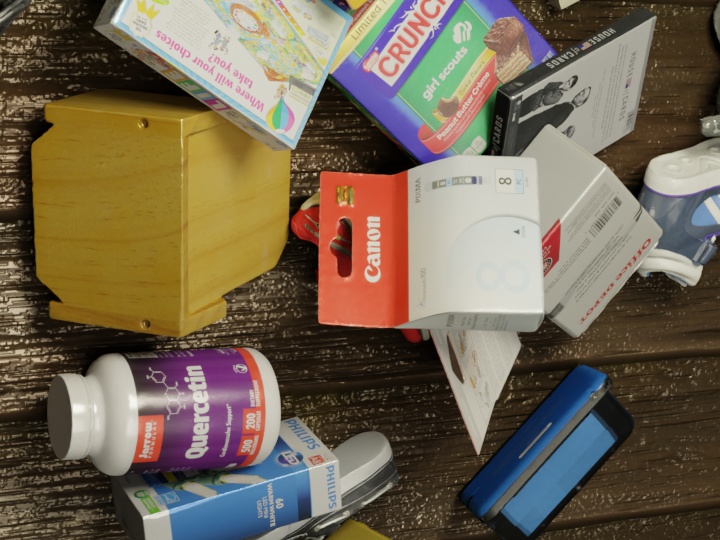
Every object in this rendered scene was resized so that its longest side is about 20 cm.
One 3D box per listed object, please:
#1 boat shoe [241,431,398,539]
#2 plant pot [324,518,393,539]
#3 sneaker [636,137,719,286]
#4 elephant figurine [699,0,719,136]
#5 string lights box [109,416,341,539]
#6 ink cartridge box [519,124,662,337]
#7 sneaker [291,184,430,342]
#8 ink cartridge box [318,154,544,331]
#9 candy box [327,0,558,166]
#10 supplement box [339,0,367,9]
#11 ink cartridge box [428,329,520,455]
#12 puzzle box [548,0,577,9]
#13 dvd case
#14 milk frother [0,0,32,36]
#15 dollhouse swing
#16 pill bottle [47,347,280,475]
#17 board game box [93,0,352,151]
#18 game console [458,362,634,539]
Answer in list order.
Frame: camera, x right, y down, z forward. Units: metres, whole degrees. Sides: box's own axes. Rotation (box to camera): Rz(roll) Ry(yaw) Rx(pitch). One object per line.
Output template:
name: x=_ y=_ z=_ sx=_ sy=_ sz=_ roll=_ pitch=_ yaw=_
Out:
boat shoe: x=-0.048 y=0.241 z=1.718 sx=0.200 sy=0.072 sz=0.068 roll=-32 pitch=121 yaw=-20
plant pot: x=0.028 y=0.373 z=1.747 sx=0.200 sy=0.200 sz=0.177 roll=33 pitch=82 yaw=-34
sneaker: x=0.370 y=-0.056 z=1.809 sx=0.200 sy=0.081 sz=0.147 roll=-12 pitch=125 yaw=-28
elephant figurine: x=0.431 y=-0.241 z=1.743 sx=0.141 sy=0.155 sz=0.200 roll=4 pitch=102 yaw=16
string lights box: x=-0.129 y=0.211 z=1.638 sx=0.200 sy=0.103 sz=0.059 roll=-15 pitch=116 yaw=-22
ink cartridge box: x=0.199 y=-0.034 z=1.673 sx=0.144 sy=0.084 sz=0.200 roll=-50 pitch=148 yaw=3
sneaker: x=0.000 y=0.000 z=1.649 sx=0.085 sy=0.077 sz=0.200 roll=-30 pitch=121 yaw=10
ink cartridge box: x=0.063 y=-0.028 z=1.535 sx=0.200 sy=0.160 sz=0.047 roll=2 pitch=154 yaw=-4
candy box: x=0.064 y=-0.204 z=1.579 sx=0.169 sy=0.077 sz=0.200 roll=-50 pitch=124 yaw=-1
supplement box: x=0.019 y=-0.335 z=1.469 sx=0.200 sy=0.131 sz=0.103 roll=-38 pitch=124 yaw=-8
ink cartridge box: x=0.092 y=0.050 z=1.659 sx=0.176 sy=0.045 sz=0.200 roll=-61 pitch=138 yaw=-48
puzzle box: x=0.215 y=-0.367 z=1.620 sx=0.133 sy=0.025 sz=0.200 roll=-28 pitch=121 yaw=-14
dvd case: x=0.202 y=-0.155 z=1.647 sx=0.200 sy=0.025 sz=0.150 roll=-31 pitch=146 yaw=-29
milk frother: x=-0.378 y=-0.231 z=1.320 sx=0.200 sy=0.180 sz=0.188 roll=-57 pitch=140 yaw=-51
dollhouse swing: x=-0.175 y=-0.070 z=1.537 sx=0.181 sy=0.176 sz=0.200 roll=8 pitch=113 yaw=14
pill bottle: x=-0.182 y=0.130 z=1.571 sx=0.200 sy=0.112 sz=0.113 roll=-2 pitch=111 yaw=-27
board game box: x=-0.111 y=-0.209 z=1.429 sx=0.200 sy=0.034 sz=0.135 roll=34 pitch=71 yaw=-32
game console: x=0.214 y=0.210 z=1.815 sx=0.118 sy=0.171 sz=0.200 roll=42 pitch=88 yaw=-7
